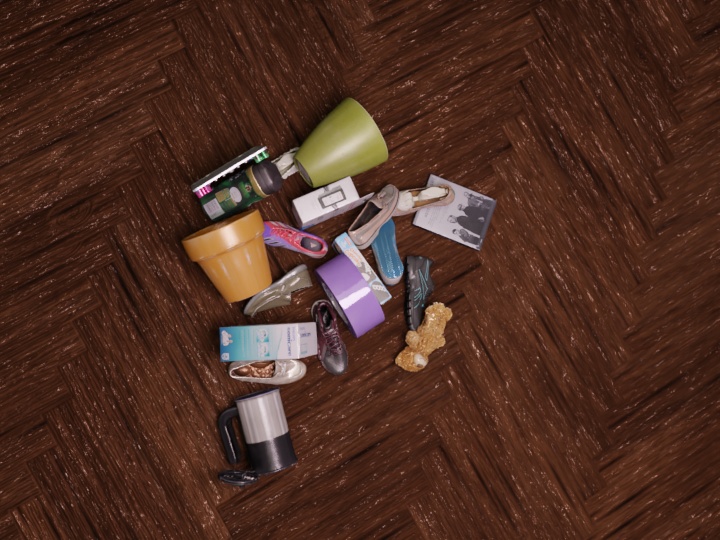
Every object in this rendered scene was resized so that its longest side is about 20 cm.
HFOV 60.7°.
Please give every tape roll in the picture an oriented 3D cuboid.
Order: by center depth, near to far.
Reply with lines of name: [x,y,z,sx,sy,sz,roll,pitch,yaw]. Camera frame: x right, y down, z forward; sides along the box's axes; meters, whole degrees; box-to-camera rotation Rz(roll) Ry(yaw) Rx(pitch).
tape roll: [-0.028,0.062,1.526,0.085,0.200,0.200,-31,89,-8]

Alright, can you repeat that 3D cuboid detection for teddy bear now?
teddy bear: [0.173,0.175,1.582,0.067,0.145,0.200,31,74,31]

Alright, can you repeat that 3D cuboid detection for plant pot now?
plant pot: [-0.309,-0.029,1.514,0.200,0.200,0.184,-24,103,-9]
plant pot: [-0.064,-0.302,1.560,0.200,0.187,0.187,-36,90,-10]

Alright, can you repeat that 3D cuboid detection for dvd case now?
dvd case: [0.256,-0.157,1.669,0.199,0.025,0.151,21,83,-3]

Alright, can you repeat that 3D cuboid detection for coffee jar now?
coffee jar: [-0.294,-0.200,1.532,0.199,0.104,0.086,-25,99,14]

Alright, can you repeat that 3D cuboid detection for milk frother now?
milk frother: [-0.259,0.398,1.467,0.180,0.200,0.189,-15,86,-4]

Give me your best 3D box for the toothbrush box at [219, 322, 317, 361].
toothbrush box: [-0.220,0.171,1.490,0.199,0.146,0.086,-5,85,12]

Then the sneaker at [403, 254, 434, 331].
sneaker: [0.156,0.059,1.612,0.079,0.075,0.201,2,85,-9]

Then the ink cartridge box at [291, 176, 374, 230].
ink cartridge box: [-0.074,-0.179,1.585,0.199,0.116,0.068,-24,89,-10]

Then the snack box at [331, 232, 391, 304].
snack box: [0.000,0.000,1.577,0.037,0.116,0.200,-35,89,-9]

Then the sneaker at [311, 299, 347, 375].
sneaker: [-0.080,0.171,1.551,0.075,0.116,0.201,-17,87,-8]

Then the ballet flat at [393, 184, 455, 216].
ballet flat: [0.149,-0.193,1.619,0.199,0.067,0.068,-13,77,5]

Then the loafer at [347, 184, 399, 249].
loafer: [0.035,-0.148,1.568,0.200,0.072,0.063,-58,136,-20]

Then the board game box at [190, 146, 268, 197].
board game box: [-0.326,-0.247,1.523,0.200,0.200,0.026,-33,108,-8]

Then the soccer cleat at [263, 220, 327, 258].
soccer cleat: [-0.179,-0.084,1.584,0.199,0.073,0.068,19,83,-5]

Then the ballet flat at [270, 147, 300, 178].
ballet flat: [-0.226,-0.262,1.600,0.200,0.072,0.072,-36,90,-8]

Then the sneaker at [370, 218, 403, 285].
sneaker: [0.061,-0.056,1.614,0.076,0.081,0.201,-8,66,-6]

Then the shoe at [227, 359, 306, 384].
shoe: [-0.236,0.256,1.555,0.199,0.053,0.070,0,85,-7]

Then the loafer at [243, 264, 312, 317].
loafer: [-0.207,0.063,1.565,0.200,0.075,0.070,-35,90,-6]
